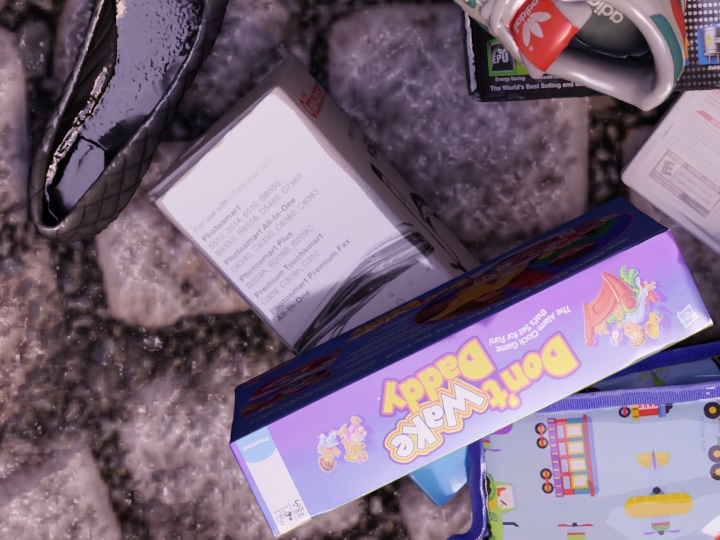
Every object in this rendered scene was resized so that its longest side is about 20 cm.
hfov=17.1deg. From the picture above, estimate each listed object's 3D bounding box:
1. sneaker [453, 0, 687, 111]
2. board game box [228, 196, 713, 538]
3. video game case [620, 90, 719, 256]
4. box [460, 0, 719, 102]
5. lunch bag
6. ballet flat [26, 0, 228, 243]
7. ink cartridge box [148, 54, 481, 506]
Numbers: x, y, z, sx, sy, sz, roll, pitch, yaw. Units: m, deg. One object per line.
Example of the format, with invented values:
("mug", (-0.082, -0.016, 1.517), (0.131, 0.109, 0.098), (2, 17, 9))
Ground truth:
("sneaker", (0.070, -0.141, 1.079), (0.199, 0.094, 0.070), (31, 121, -20))
("board game box", (0.042, 0.037, 1.028), (0.199, 0.134, 0.045), (-26, 97, 2))
("video game case", (0.245, -0.084, 1.200), (0.143, 0.018, 0.201), (36, 101, -4))
("box", (0.142, -0.184, 1.153), (0.198, 0.048, 0.195), (-1, 107, 13))
("lunch bag", (0.137, 0.119, 1.085), (0.198, 0.094, 0.152), (-8, 101, -4))
("ballet flat", (-0.112, -0.104, 1.195), (0.066, 0.057, 0.201), (21, 101, -2))
("ink cartridge box", (0.000, 0.000, 1.163), (0.084, 0.146, 0.200), (-41, 97, 8))
